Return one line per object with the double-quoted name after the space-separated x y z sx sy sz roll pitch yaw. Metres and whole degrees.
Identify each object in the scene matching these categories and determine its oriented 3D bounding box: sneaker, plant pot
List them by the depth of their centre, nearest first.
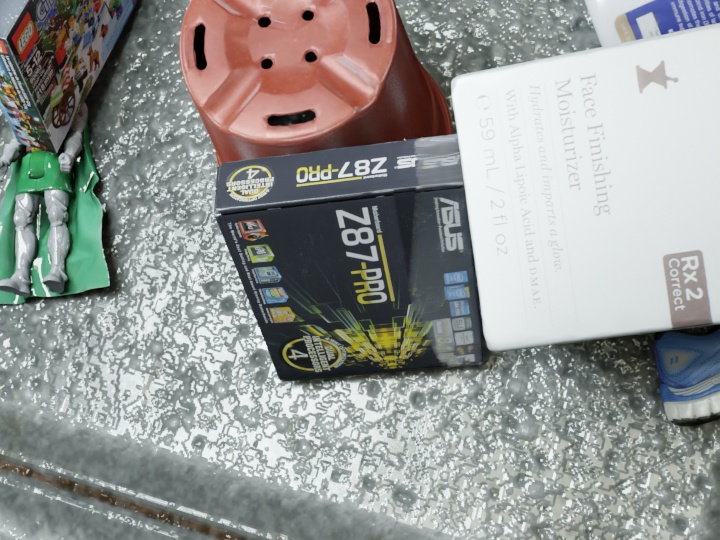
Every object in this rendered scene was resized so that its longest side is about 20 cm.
0.300 0.040 0.720 0.197 0.079 0.090 -18 76 4 "sneaker"
-0.035 -0.127 0.752 0.197 0.195 0.204 -2 74 8 "plant pot"

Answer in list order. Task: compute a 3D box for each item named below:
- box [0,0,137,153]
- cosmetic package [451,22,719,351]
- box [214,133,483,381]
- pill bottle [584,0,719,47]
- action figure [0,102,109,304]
-0.230 -0.215 0.810 0.037 0.137 0.202 15 63 8 "box"
0.176 -0.048 0.646 0.197 0.165 0.168 -9 89 16 "cosmetic package"
0.000 0.000 0.713 0.159 0.201 0.050 -7 50 5 "box"
0.261 -0.222 0.727 0.198 0.115 0.117 -20 72 23 "pill bottle"
-0.261 -0.079 0.850 0.116 0.055 0.203 -6 70 10 "action figure"
